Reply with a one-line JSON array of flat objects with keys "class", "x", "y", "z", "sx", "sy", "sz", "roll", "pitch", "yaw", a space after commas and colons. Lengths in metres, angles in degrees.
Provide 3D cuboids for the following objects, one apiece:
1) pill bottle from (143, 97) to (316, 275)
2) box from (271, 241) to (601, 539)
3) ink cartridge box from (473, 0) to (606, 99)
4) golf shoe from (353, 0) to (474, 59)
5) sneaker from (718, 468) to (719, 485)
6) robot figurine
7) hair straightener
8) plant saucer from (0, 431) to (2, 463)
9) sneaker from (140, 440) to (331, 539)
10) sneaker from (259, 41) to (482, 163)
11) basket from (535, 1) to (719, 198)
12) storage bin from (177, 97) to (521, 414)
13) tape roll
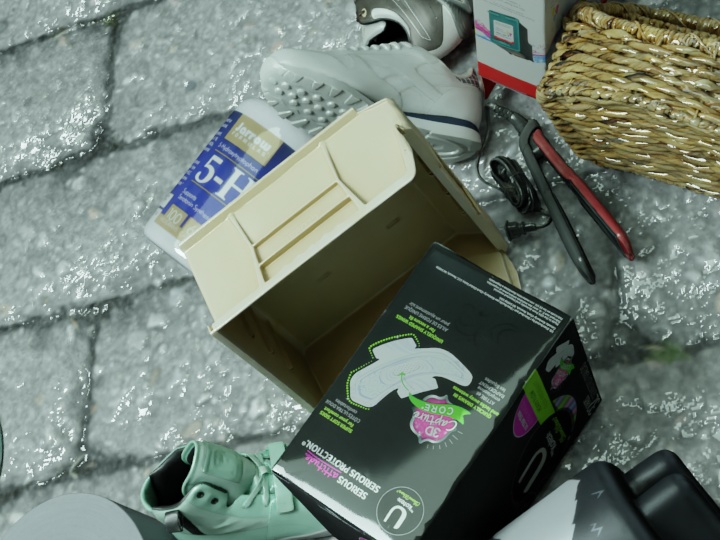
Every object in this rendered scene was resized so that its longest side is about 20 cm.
[{"class": "pill bottle", "x": -0.078, "y": -0.074, "z": 1.348, "sx": 0.119, "sy": 0.120, "sz": 0.201, "roll": 33, "pitch": 84, "yaw": 38}, {"class": "box", "x": 0.059, "y": 0.115, "z": 1.131, "sx": 0.124, "sy": 0.149, "sz": 0.201, "roll": 30, "pitch": 75, "yaw": 29}, {"class": "ink cartridge box", "x": 0.143, "y": -0.218, "z": 1.256, "sx": 0.067, "sy": 0.200, "sz": 0.117, "roll": 25, "pitch": 69, "yaw": 19}, {"class": "golf shoe", "x": 0.016, "y": -0.246, "z": 1.414, "sx": 0.095, "sy": 0.078, "sz": 0.200, "roll": -50, "pitch": 51, "yaw": -2}, {"class": "sneaker", "x": 0.296, "y": 0.197, "z": 1.010, "sx": 0.084, "sy": 0.075, "sz": 0.201, "roll": -27, "pitch": 61, "yaw": 22}, {"class": "robot figurine", "x": 0.148, "y": 0.206, "z": 1.063, "sx": 0.200, "sy": 0.150, "sz": 0.125, "roll": -38, "pitch": 63, "yaw": 10}, {"class": "hair straightener", "x": 0.136, "y": -0.061, "z": 1.265, "sx": 0.077, "sy": 0.041, "sz": 0.201, "roll": -34, "pitch": 53, "yaw": 4}, {"class": "plant saucer", "x": -0.416, "y": 0.185, "z": 1.457, "sx": 0.198, "sy": 0.036, "sz": 0.202, "roll": -13, "pitch": 60, "yaw": 23}, {"class": "sneaker", "x": -0.070, "y": 0.158, "z": 1.221, "sx": 0.199, "sy": 0.118, "sz": 0.074, "roll": -26, "pitch": 53, "yaw": 14}, {"class": "sneaker", "x": 0.010, "y": -0.148, "z": 1.290, "sx": 0.076, "sy": 0.199, "sz": 0.081, "roll": -23, "pitch": 57, "yaw": 55}, {"class": "basket", "x": 0.248, "y": -0.153, "z": 1.188, "sx": 0.199, "sy": 0.143, "sz": 0.150, "roll": 20, "pitch": 77, "yaw": 36}, {"class": "storage bin", "x": 0.000, "y": 0.000, "z": 1.214, "sx": 0.198, "sy": 0.200, "sz": 0.094, "roll": -37, "pitch": 50, "yaw": 8}, {"class": "tape roll", "x": -0.221, "y": 0.281, "z": 1.262, "sx": 0.199, "sy": 0.066, "sz": 0.202, "roll": -16, "pitch": 59, "yaw": 30}]
